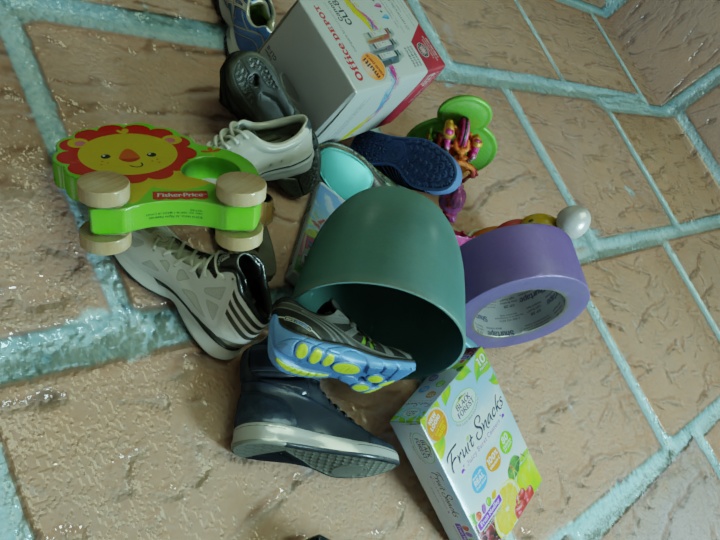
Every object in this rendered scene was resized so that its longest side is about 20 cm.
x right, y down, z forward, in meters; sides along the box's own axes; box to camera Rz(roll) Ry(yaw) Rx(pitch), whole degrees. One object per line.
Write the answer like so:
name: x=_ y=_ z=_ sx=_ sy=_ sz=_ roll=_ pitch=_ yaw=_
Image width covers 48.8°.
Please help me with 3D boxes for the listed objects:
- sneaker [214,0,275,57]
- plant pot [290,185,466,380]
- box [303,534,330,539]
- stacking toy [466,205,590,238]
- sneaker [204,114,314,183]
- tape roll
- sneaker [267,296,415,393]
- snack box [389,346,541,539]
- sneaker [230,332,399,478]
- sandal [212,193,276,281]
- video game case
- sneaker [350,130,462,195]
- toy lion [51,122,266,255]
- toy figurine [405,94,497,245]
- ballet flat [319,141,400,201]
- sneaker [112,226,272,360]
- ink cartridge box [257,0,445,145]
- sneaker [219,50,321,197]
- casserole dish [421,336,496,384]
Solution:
sneaker: x=-0.156 y=-0.372 z=1.123 sx=0.075 sy=0.077 sz=0.202 roll=7 pitch=57 yaw=-45
plant pot: x=0.029 y=0.005 z=0.901 sx=0.200 sy=0.200 sz=0.163 roll=32 pitch=51 yaw=-26
box: x=-0.006 y=0.369 z=0.721 sx=0.158 sy=0.046 sz=0.202 roll=35 pitch=40 yaw=-24
stacking toy: x=0.270 y=-0.043 z=1.231 sx=0.145 sy=0.199 sz=0.147 roll=29 pitch=42 yaw=-30
sneaker: x=-0.144 y=-0.133 z=0.895 sx=0.198 sy=0.071 sz=0.073 roll=-22 pitch=48 yaw=-26
tape roll: x=0.212 y=0.026 z=1.112 sx=0.198 sy=0.199 sz=0.086 roll=17 pitch=49 yaw=-39
sneaker: x=-0.013 y=0.072 z=0.807 sx=0.198 sy=0.070 sz=0.084 roll=22 pitch=47 yaw=-43
snack box: x=0.128 y=0.212 z=0.922 sx=0.142 sy=0.053 sz=0.202 roll=-41 pitch=112 yaw=-41
sneaker: x=-0.041 y=0.135 z=0.844 sx=0.201 sy=0.077 sz=0.148 roll=23 pitch=49 yaw=-34
sandal: x=-0.129 y=-0.080 z=0.938 sx=0.081 sy=0.054 sz=0.202 roll=23 pitch=46 yaw=-35
video game case: x=0.000 y=0.000 z=1.045 sx=0.199 sy=0.022 sz=0.183 roll=37 pitch=39 yaw=-22
sneaker: x=0.076 y=-0.151 z=1.141 sx=0.199 sy=0.071 sz=0.078 roll=28 pitch=5 yaw=39
toy lion: x=-0.201 y=-0.094 z=0.786 sx=0.197 sy=0.069 sz=0.192 roll=-1 pitch=34 yaw=-14
toy figurine: x=0.139 y=-0.127 z=1.188 sx=0.148 sy=0.201 sz=0.186 roll=9 pitch=61 yaw=-8
ballet flat: x=0.006 y=-0.117 z=1.122 sx=0.199 sy=0.074 sz=0.075 roll=37 pitch=39 yaw=-26
sneaker: x=-0.161 y=-0.013 z=0.796 sx=0.201 sy=0.115 sz=0.076 roll=48 pitch=37 yaw=-8
ink cartridge box: x=-0.019 y=-0.276 z=1.076 sx=0.199 sy=0.144 sz=0.146 roll=-29 pitch=84 yaw=-43
sneaker: x=-0.118 y=-0.192 z=1.019 sx=0.201 sy=0.076 sz=0.114 roll=59 pitch=-8 yaw=-30
casserole dish: x=0.124 y=0.170 z=1.034 sx=0.121 sy=0.039 sz=0.201 roll=40 pitch=38 yaw=-19
